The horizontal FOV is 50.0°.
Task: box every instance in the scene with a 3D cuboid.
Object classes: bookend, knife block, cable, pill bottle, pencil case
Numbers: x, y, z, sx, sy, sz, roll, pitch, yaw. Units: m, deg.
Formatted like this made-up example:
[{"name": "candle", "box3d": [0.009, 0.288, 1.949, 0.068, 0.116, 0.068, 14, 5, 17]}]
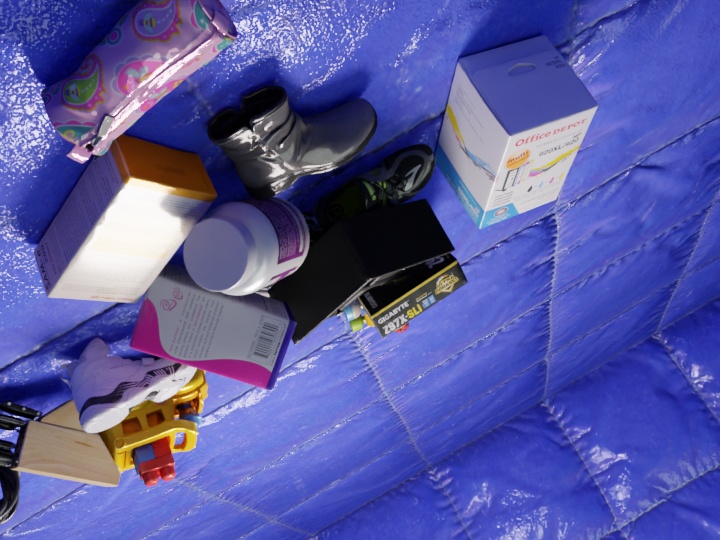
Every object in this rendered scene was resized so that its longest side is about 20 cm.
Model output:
[{"name": "bookend", "box3d": [0.000, 0.000, 1.131, 0.197, 0.093, 0.199, -18, 163, -47]}, {"name": "knife block", "box3d": [-0.479, 0.277, 1.146, 0.174, 0.203, 0.064, -33, -173, -36]}, {"name": "cable", "box3d": [-0.578, 0.301, 1.111, 0.051, 0.164, 0.199, -43, 159, 15]}, {"name": "pill bottle", "box3d": [-0.142, -0.031, 0.966, 0.112, 0.113, 0.200, -37, 178, 15]}, {"name": "pencil case", "box3d": [-0.210, -0.191, 0.729, 0.198, 0.088, 0.087, -37, 153, 11]}]

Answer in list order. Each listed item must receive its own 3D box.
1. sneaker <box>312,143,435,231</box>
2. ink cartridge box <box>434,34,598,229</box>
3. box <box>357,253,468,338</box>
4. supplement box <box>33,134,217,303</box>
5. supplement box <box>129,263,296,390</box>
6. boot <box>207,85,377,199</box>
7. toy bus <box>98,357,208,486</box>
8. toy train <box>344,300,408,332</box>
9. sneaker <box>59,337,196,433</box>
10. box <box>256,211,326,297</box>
[{"name": "sneaker", "box3d": [0.022, -0.111, 1.094, 0.197, 0.072, 0.083, -29, -170, 0]}, {"name": "ink cartridge box", "box3d": [0.211, -0.192, 1.085, 0.144, 0.146, 0.202, -20, 151, -16]}, {"name": "box", "box3d": [0.067, 0.011, 1.240, 0.158, 0.200, 0.050, -31, 113, -2]}, {"name": "supplement box", "box3d": [-0.277, -0.055, 0.904, 0.125, 0.074, 0.200, 8, 132, -51]}, {"name": "supplement box", "box3d": [-0.199, 0.072, 1.041, 0.196, 0.103, 0.103, 20, 97, -17]}, {"name": "boot", "box3d": [-0.074, -0.172, 0.923, 0.198, 0.070, 0.132, -33, 149, -4]}, {"name": "toy bus", "box3d": [-0.323, 0.246, 1.245, 0.196, 0.194, 0.137, -15, 149, -29]}, {"name": "toy train", "box3d": [0.028, 0.088, 1.461, 0.113, 0.086, 0.201, -16, 152, -3]}, {"name": "sneaker", "box3d": [-0.345, 0.147, 1.151, 0.198, 0.115, 0.076, -27, 158, -36]}, {"name": "box", "box3d": [-0.080, -0.015, 1.204, 0.198, 0.047, 0.159, 4, 137, -49]}]
